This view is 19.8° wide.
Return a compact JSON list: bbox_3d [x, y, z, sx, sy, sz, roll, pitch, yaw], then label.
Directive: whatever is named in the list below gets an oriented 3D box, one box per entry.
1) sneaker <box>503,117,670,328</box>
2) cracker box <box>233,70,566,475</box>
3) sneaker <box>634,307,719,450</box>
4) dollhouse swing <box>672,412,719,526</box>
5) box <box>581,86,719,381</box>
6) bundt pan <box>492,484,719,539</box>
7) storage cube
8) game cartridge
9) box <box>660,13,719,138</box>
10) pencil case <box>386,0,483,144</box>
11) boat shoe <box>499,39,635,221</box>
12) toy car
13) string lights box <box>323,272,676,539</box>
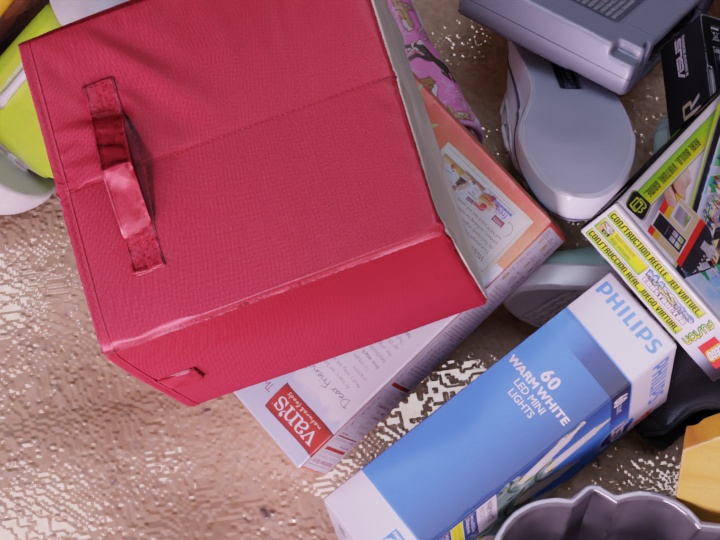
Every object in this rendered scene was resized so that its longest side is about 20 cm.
[{"bbox_3d":[0.167,-0.030,1.254,0.199,0.074,0.119,-5,68,-21],"label":"sneaker"},{"bbox_3d":[0.000,0.000,1.183,0.200,0.058,0.134,-44,72,4],"label":"cracker box"},{"bbox_3d":[0.247,0.069,1.221,0.198,0.075,0.085,-2,67,2],"label":"sneaker"},{"bbox_3d":[0.284,0.089,1.139,0.175,0.201,0.182,21,60,18],"label":"dollhouse swing"},{"bbox_3d":[0.216,-0.040,1.149,0.110,0.035,0.200,48,51,-1],"label":"box"},{"bbox_3d":[0.131,0.223,1.104,0.200,0.076,0.204,2,67,-4],"label":"bundt pan"},{"bbox_3d":[-0.050,-0.047,1.075,0.178,0.200,0.172,-19,75,5],"label":"storage cube"},{"bbox_3d":[0.142,-0.178,1.306,0.132,0.042,0.200,25,30,15],"label":"game cartridge"},{"bbox_3d":[0.280,-0.055,1.248,0.198,0.044,0.162,12,60,-27],"label":"box"},{"bbox_3d":[0.004,-0.141,1.287,0.082,0.086,0.201,-33,66,15],"label":"pencil case"},{"bbox_3d":[0.122,-0.079,1.247,0.073,0.066,0.201,6,35,-2],"label":"boat shoe"},{"bbox_3d":[-0.198,-0.146,1.241,0.200,0.175,0.150,47,23,3],"label":"toy car"},{"bbox_3d":[0.078,0.097,1.134,0.199,0.103,0.059,-38,71,-9],"label":"string lights box"}]
